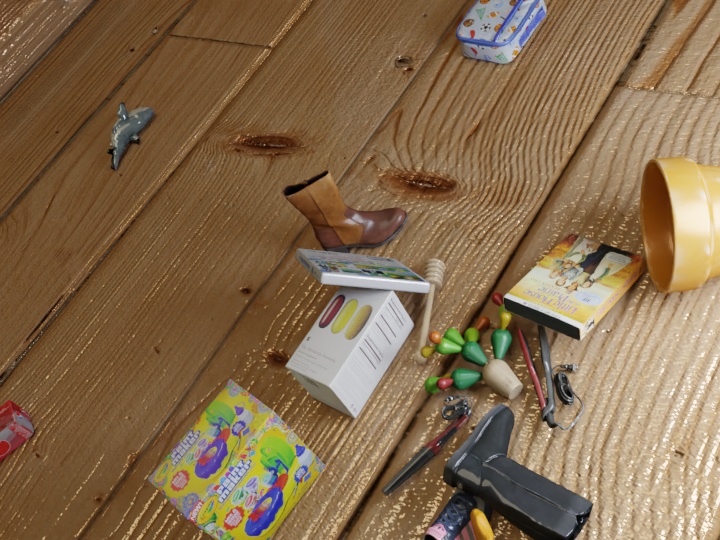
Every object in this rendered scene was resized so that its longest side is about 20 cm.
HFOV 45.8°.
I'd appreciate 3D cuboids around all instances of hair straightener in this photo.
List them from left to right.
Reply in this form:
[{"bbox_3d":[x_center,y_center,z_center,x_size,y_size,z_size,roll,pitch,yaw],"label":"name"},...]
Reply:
[{"bbox_3d":[0.298,0.160,1.312,0.076,0.041,0.202,-20,41,14],"label":"hair straightener"}]

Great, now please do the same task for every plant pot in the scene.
[{"bbox_3d":[0.535,-0.075,1.280,0.180,0.202,0.203,-5,49,5],"label":"plant pot"}]

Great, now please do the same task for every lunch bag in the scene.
[{"bbox_3d":[0.314,-0.549,1.868,0.159,0.076,0.201,19,67,37],"label":"lunch bag"}]

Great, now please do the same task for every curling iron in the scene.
[{"bbox_3d":[0.104,0.275,1.341,0.049,0.026,0.200,40,82,7],"label":"curling iron"}]

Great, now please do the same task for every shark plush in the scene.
[{"bbox_3d":[-0.623,-0.363,2.271,0.082,0.091,0.202,15,53,3],"label":"shark plush"}]

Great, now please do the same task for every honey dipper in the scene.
[{"bbox_3d":[0.120,0.073,1.498,0.037,0.038,0.203,-6,55,25],"label":"honey dipper"}]

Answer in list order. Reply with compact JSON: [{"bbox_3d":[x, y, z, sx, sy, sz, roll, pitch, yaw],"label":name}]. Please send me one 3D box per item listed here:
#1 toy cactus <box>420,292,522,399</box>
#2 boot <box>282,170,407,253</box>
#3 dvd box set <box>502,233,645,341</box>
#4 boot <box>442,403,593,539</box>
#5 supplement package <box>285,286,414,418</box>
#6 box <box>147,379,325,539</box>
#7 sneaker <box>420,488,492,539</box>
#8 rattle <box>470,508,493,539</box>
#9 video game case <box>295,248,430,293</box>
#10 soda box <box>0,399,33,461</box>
[{"bbox_3d":[0.195,0.136,1.369,0.199,0.103,0.165,-37,53,-14],"label":"toy cactus"},{"bbox_3d":[-0.025,-0.126,1.626,0.185,0.201,0.069,-14,47,19],"label":"boot"},{"bbox_3d":[0.343,0.021,1.367,0.145,0.030,0.199,23,50,40],"label":"dvd box set"},{"bbox_3d":[0.242,0.292,1.218,0.198,0.066,0.165,22,50,35],"label":"boot"},{"bbox_3d":[-0.016,0.129,1.475,0.113,0.110,0.201,17,64,39],"label":"supplement package"},{"bbox_3d":[-0.194,0.322,1.361,0.121,0.193,0.201,26,70,41],"label":"box"},{"bbox_3d":[0.129,0.372,1.208,0.069,0.082,0.201,9,55,34],"label":"sneaker"},{"bbox_3d":[0.246,0.370,1.120,0.198,0.131,0.143,-30,15,25],"label":"rattle"},{"bbox_3d":[0.000,0.000,1.502,0.182,0.197,0.022,-141,59,-67],"label":"video game case"},{"bbox_3d":[-0.776,0.364,1.758,0.199,0.064,0.070,-39,45,-5],"label":"soda box"}]
